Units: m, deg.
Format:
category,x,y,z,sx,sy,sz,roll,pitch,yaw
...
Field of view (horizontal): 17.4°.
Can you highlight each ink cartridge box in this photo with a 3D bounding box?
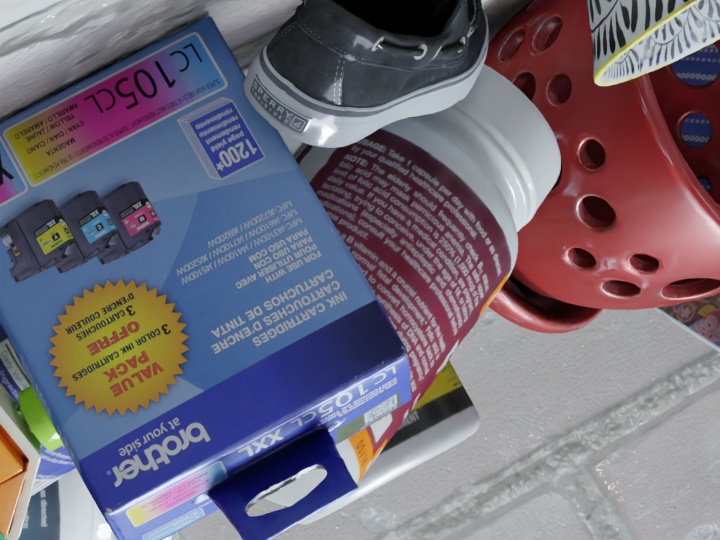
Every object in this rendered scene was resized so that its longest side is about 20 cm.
category,x,y,z,sx,sy,sz,roll,pitch,yaw
ink cartridge box,-0.069,0.019,0.947,0.136,0.200,0.076,-29,164,-7

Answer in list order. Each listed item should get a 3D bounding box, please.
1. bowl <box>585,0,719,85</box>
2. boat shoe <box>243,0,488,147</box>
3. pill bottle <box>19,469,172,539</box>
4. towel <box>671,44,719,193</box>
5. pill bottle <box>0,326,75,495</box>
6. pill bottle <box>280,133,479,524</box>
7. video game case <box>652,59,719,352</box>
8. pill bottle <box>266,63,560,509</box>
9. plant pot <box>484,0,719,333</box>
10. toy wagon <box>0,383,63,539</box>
category,x,y,z,sx,sy,sz,roll,pitch,yaw
bowl,0.168,-0.170,1.019,0.201,0.094,0.201,-28,175,-2
boat shoe,0.015,-0.109,0.990,0.066,0.070,0.200,-58,167,26
pill bottle,-0.209,0.126,1.288,0.200,0.120,0.120,-2,164,-23
towel,0.209,-0.095,1.441,0.145,0.200,0.024,8,161,42
pill bottle,-0.138,0.027,1.165,0.200,0.120,0.120,-32,174,24
pill bottle,-0.031,0.022,1.241,0.114,0.200,0.114,-29,176,-2
video game case,0.213,-0.039,1.433,0.143,0.200,0.018,-54,135,0
pill bottle,0.000,0.000,1.068,0.200,0.114,0.114,-52,-174,-26
plant pot,0.140,-0.070,1.334,0.182,0.201,0.200,-23,180,35
toy wagon,-0.213,0.096,1.100,0.155,0.200,0.040,-29,-152,7
